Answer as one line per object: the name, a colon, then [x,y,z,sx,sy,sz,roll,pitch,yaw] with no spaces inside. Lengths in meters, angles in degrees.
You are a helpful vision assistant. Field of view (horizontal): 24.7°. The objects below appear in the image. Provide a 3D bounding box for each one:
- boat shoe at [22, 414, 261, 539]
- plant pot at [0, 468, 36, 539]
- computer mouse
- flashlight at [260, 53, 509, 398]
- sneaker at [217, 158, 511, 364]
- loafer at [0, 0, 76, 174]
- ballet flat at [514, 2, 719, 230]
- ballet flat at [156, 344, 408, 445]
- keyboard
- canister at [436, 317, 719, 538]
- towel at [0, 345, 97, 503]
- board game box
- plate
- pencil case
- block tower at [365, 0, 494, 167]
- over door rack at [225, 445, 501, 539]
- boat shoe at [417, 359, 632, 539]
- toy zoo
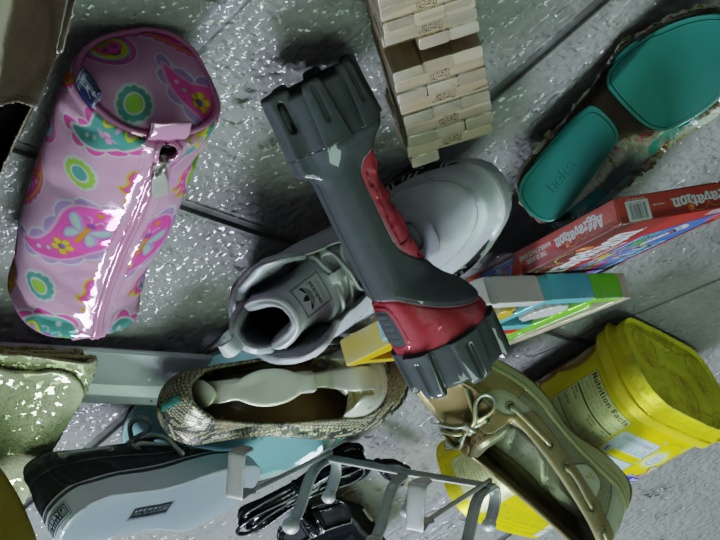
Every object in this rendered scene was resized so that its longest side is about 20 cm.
boat shoe: [-0.154,0.146,1.164,0.199,0.068,0.074,-7,139,-49]
plant pot: [-0.317,0.203,1.032,0.195,0.194,0.200,-21,143,30]
computer mouse: [-0.008,0.201,1.382,0.140,0.046,0.200,-32,140,13]
flashlight: [0.018,-0.026,0.950,0.068,0.068,0.200,-21,104,16]
sneaker: [0.000,0.000,1.019,0.200,0.075,0.115,-28,-176,20]
loafer: [-0.175,-0.113,0.814,0.073,0.071,0.200,-2,143,-25]
ballet flat: [0.174,-0.101,1.025,0.200,0.076,0.064,-40,173,35]
ballet flat: [-0.040,0.084,1.136,0.200,0.068,0.075,-5,166,-28]
keyboard: [-0.202,0.069,1.109,0.200,0.011,0.056,5,135,-26]
canister: [0.179,0.134,1.335,0.200,0.087,0.148,-36,143,26]
towel: [-0.268,0.104,1.093,0.148,0.037,0.200,5,146,-24]
board game box: [0.158,-0.018,1.084,0.103,0.019,0.200,-9,169,-25]
plate: [-0.079,0.117,1.236,0.200,0.026,0.200,-13,145,-9]
pencil case: [-0.141,-0.043,0.921,0.087,0.088,0.200,0,143,-27]
block tower: [0.033,-0.141,0.893,0.058,0.054,0.200,-17,147,-2]
over door rack: [0.004,0.169,1.176,0.148,0.067,0.200,7,175,21]
boat shoe: [0.117,0.135,1.236,0.201,0.063,0.073,42,133,-9]
toy zoo: [0.078,0.033,1.122,0.131,0.020,0.200,-25,165,39]
